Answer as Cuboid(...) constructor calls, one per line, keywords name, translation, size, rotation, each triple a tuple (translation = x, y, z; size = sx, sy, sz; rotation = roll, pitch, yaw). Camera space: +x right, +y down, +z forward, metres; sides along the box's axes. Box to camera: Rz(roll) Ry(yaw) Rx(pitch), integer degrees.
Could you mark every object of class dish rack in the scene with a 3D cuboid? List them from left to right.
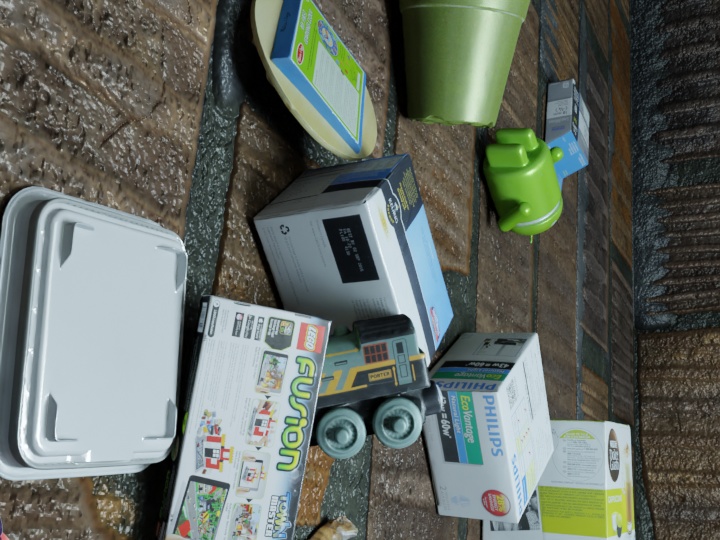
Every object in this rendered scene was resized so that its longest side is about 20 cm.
Cuboid(name="dish rack", translation=(-0.186, 0.049, 0.602), size=(0.171, 0.043, 0.203), rotation=(19, 71, -60))

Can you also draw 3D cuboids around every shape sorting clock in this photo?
Cuboid(name="shape sorting clock", translation=(-0.046, -0.205, 0.857), size=(0.200, 0.039, 0.202), rotation=(44, 33, -40))

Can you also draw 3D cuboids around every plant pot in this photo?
Cuboid(name="plant pot", translation=(0.131, -0.294, 1.110), size=(0.199, 0.198, 0.192), rotation=(-10, 108, -61))

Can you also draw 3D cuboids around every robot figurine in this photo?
Cuboid(name="robot figurine", translation=(0.279, -0.146, 1.400), size=(0.176, 0.115, 0.201), rotation=(-57, 136, -35))

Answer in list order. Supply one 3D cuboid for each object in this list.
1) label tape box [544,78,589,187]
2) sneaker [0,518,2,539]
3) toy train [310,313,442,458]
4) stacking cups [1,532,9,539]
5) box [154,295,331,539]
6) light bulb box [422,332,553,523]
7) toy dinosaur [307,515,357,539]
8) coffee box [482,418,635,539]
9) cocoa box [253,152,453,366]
Cuboid(name="label tape box", translation=(0.453, -0.292, 1.794), size=(0.144, 0.063, 0.202), rotation=(40, 52, -52))
Cuboid(name="sneaker", translation=(-0.208, 0.143, 0.432), size=(0.074, 0.087, 0.201), rotation=(-2, 60, -52))
Cuboid(name="toy train", translation=(-0.025, 0.109, 0.753), size=(0.085, 0.197, 0.115), rotation=(-139, -140, -84))
Cuboid(name="stacking cups", translation=(-0.260, 0.212, 0.423), size=(0.200, 0.060, 0.061), rotation=(-49, 128, -52))
Cuboid(name="box", translation=(-0.095, 0.130, 0.674), size=(0.109, 0.035, 0.203), rotation=(13, 83, -24))
Cuboid(name="light bulb box", translation=(0.183, 0.216, 1.169), size=(0.200, 0.124, 0.201), rotation=(-34, 117, -57))
Cuboid(name="toy dinosaur", translation=(-0.061, 0.295, 0.802), size=(0.200, 0.060, 0.107), rotation=(11, 53, -66))
Cuboid(name="coffee box", translation=(0.324, 0.344, 1.332), size=(0.199, 0.198, 0.200), rotation=(23, 66, -59))
Cuboid(name="cocoa box", translation=(0.000, 0.000, 0.852), size=(0.131, 0.132, 0.202), rotation=(-52, 131, -54))
